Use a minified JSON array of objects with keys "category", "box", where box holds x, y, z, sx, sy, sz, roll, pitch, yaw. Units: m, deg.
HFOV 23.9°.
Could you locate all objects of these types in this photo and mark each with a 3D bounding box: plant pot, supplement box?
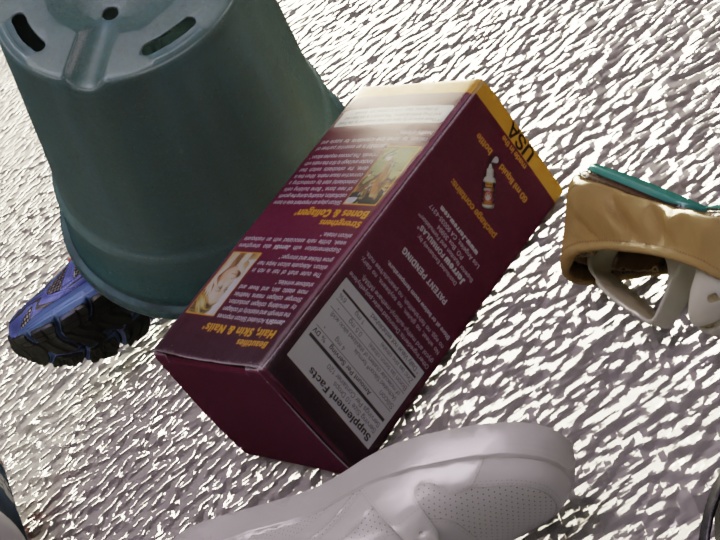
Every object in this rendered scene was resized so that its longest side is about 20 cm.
[{"category":"plant pot","box":[-0.114,-0.108,0.997,0.198,0.197,0.202,-6,56,10]},{"category":"supplement box","box":[0.000,0.000,0.891,0.110,0.086,0.201,3,50,54]}]

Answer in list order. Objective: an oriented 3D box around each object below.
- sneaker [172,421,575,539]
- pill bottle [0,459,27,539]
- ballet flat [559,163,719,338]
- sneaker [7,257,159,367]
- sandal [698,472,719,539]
[{"category":"sneaker","box":[0.005,0.144,0.705,0.199,0.074,0.116,-25,44,24]},{"category":"pill bottle","box":[-0.239,0.164,0.929,0.119,0.120,0.200,-42,27,-2]},{"category":"ballet flat","box":[0.153,-0.001,0.736,0.200,0.068,0.064,24,95,64]},{"category":"sneaker","box":[-0.151,-0.015,1.106,0.200,0.076,0.078,-41,61,-16]},{"category":"sandal","box":[0.146,0.106,0.585,0.076,0.043,0.201,-20,34,37]}]
